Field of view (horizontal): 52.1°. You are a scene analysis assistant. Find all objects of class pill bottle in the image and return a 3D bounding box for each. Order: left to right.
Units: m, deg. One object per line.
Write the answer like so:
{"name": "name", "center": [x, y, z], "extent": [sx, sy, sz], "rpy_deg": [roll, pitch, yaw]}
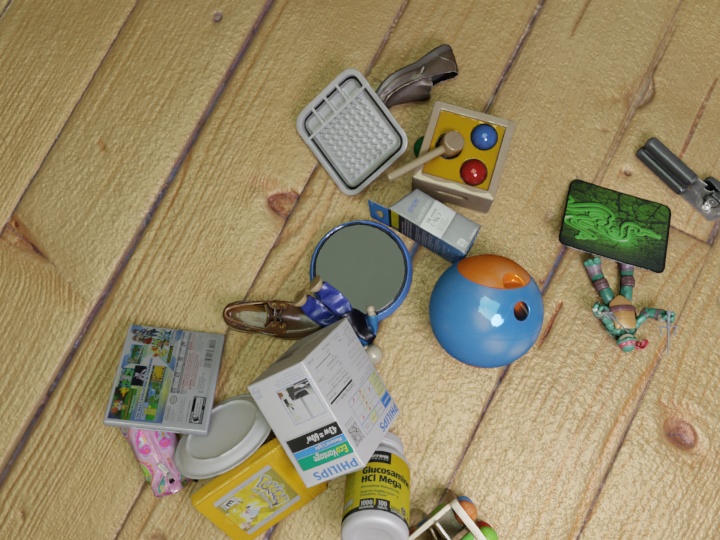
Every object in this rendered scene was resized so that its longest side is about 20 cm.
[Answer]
{"name": "pill bottle", "center": [0.029, 0.375, 1.258], "extent": [0.112, 0.200, 0.113], "rpy_deg": [2, 125, 3]}

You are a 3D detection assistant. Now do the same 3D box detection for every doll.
{"name": "doll", "center": [-0.034, 0.103, 1.354], "extent": [0.136, 0.049, 0.200], "rpy_deg": [-41, 109, 13]}

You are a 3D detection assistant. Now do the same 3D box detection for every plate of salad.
{"name": "plate of salad", "center": [-0.237, 0.297, 1.311], "extent": [0.199, 0.200, 0.048], "rpy_deg": [-27, 119, -1]}

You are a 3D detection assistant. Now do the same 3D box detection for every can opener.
{"name": "can opener", "center": [0.620, -0.178, 1.403], "extent": [0.200, 0.053, 0.067], "rpy_deg": [46, 53, 9]}

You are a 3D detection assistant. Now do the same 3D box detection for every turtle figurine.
{"name": "turtle figurine", "center": [0.475, 0.071, 1.337], "extent": [0.149, 0.101, 0.201], "rpy_deg": [0, 63, -15]}

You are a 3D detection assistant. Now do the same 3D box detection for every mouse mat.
{"name": "mouse mat", "center": [0.479, -0.085, 1.380], "extent": [0.199, 0.008, 0.162], "rpy_deg": [16, 60, 6]}

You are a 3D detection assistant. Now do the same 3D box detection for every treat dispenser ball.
{"name": "treat dispenser ball", "center": [0.221, 0.072, 1.298], "extent": [0.199, 0.201, 0.202], "rpy_deg": [0, 81, 3]}

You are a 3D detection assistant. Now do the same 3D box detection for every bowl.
{"name": "bowl", "center": [0.000, 0.000, 1.403], "extent": [0.199, 0.039, 0.202], "rpy_deg": [0, 80, 3]}

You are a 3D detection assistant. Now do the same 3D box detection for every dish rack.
{"name": "dish rack", "center": [-0.013, -0.265, 1.423], "extent": [0.171, 0.043, 0.200], "rpy_deg": [-39, 80, 21]}

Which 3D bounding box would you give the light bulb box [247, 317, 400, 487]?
{"name": "light bulb box", "center": [-0.056, 0.220, 1.255], "extent": [0.124, 0.198, 0.201], "rpy_deg": [-27, 96, 27]}

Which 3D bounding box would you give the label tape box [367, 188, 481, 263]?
{"name": "label tape box", "center": [0.116, -0.091, 1.358], "extent": [0.199, 0.144, 0.064], "rpy_deg": [31, 83, 7]}

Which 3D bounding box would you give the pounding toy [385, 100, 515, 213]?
{"name": "pounding toy", "center": [0.167, -0.209, 1.376], "extent": [0.199, 0.142, 0.185], "rpy_deg": [17, 81, 5]}

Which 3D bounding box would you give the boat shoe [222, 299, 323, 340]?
{"name": "boat shoe", "center": [-0.162, 0.091, 1.382], "extent": [0.199, 0.068, 0.073], "rpy_deg": [3, 81, 3]}

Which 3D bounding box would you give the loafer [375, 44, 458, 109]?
{"name": "loafer", "center": [0.110, -0.364, 1.440], "extent": [0.199, 0.073, 0.071], "rpy_deg": [-35, 81, -2]}

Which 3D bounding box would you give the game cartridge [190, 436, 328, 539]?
{"name": "game cartridge", "center": [-0.168, 0.386, 1.291], "extent": [0.199, 0.177, 0.032], "rpy_deg": [-33, 41, -2]}

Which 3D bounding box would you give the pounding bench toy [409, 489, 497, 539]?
{"name": "pounding bench toy", "center": [0.151, 0.468, 1.237], "extent": [0.156, 0.200, 0.124], "rpy_deg": [-39, 80, -3]}

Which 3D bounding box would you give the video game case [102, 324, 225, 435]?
{"name": "video game case", "center": [-0.353, 0.197, 1.344], "extent": [0.181, 0.022, 0.201], "rpy_deg": [7, 54, -4]}

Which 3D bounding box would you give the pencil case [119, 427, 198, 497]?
{"name": "pencil case", "center": [-0.377, 0.315, 1.348], "extent": [0.087, 0.087, 0.201], "rpy_deg": [-29, 79, -2]}
